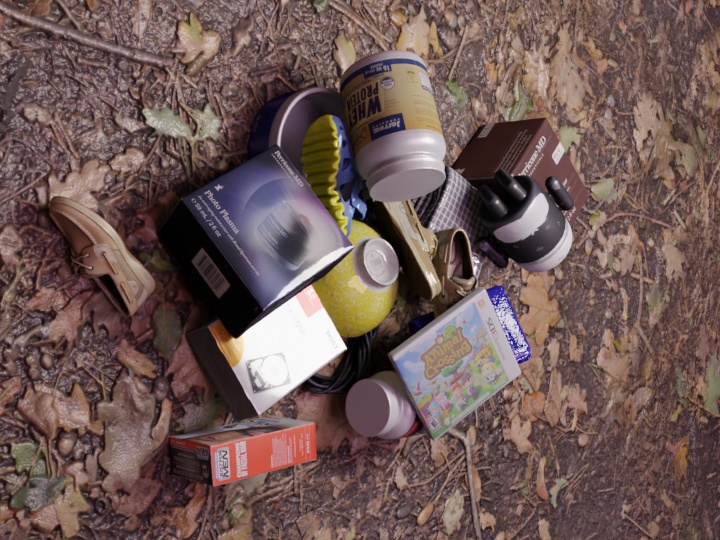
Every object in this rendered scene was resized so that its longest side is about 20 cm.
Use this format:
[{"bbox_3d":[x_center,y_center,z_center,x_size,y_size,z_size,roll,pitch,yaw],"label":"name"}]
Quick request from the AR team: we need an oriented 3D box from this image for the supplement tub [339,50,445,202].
[{"bbox_3d":[0.052,-0.222,1.598,0.144,0.144,0.202,5,65,-44],"label":"supplement tub"}]

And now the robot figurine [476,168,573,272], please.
[{"bbox_3d":[0.288,-0.087,1.808,0.200,0.149,0.126,44,48,-31],"label":"robot figurine"}]

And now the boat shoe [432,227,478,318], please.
[{"bbox_3d":[0.164,0.028,1.729,0.071,0.065,0.202,-4,88,-22],"label":"boat shoe"}]

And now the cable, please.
[{"bbox_3d":[-0.043,0.111,1.725,0.163,0.051,0.201,44,63,-36],"label":"cable"}]

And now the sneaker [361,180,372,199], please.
[{"bbox_3d":[0.056,-0.170,1.722,0.200,0.073,0.083,-34,115,-57],"label":"sneaker"}]

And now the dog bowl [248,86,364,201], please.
[{"bbox_3d":[-0.082,-0.190,1.658,0.199,0.078,0.203,-1,92,-44],"label":"dog bowl"}]

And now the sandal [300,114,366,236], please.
[{"bbox_3d":[-0.037,-0.143,1.602,0.087,0.079,0.202,-22,115,-45],"label":"sandal"}]

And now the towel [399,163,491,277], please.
[{"bbox_3d":[0.155,-0.064,1.824,0.165,0.085,0.202,32,72,-41],"label":"towel"}]

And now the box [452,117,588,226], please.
[{"bbox_3d":[0.301,-0.158,1.970,0.200,0.163,0.166,53,58,-31],"label":"box"}]

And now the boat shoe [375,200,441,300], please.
[{"bbox_3d":[0.093,-0.045,1.706,0.066,0.074,0.201,-18,66,-19],"label":"boat shoe"}]

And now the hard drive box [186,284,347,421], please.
[{"bbox_3d":[-0.142,0.110,1.583,0.200,0.077,0.157,-36,99,-38],"label":"hard drive box"}]

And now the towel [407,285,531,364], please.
[{"bbox_3d":[0.194,0.121,1.781,0.198,0.050,0.149,-21,85,-24],"label":"towel"}]

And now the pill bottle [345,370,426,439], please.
[{"bbox_3d":[0.068,0.229,1.770,0.199,0.115,0.117,2,90,-54],"label":"pill bottle"}]

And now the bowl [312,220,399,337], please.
[{"bbox_3d":[0.000,0.000,1.688,0.199,0.107,0.202,18,62,-39],"label":"bowl"}]

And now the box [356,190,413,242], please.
[{"bbox_3d":[0.083,-0.126,1.840,0.199,0.049,0.163,27,75,-41],"label":"box"}]

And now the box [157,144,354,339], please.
[{"bbox_3d":[-0.153,-0.046,1.514,0.198,0.123,0.201,-36,87,-38],"label":"box"}]

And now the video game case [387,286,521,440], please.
[{"bbox_3d":[0.160,0.156,1.710,0.199,0.022,0.183,-34,116,-15],"label":"video game case"}]

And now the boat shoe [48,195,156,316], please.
[{"bbox_3d":[-0.358,-0.018,1.401,0.200,0.071,0.065,52,57,-33],"label":"boat shoe"}]

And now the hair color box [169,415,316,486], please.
[{"bbox_3d":[-0.176,0.270,1.560,0.199,0.110,0.065,-7,95,-44],"label":"hair color box"}]
